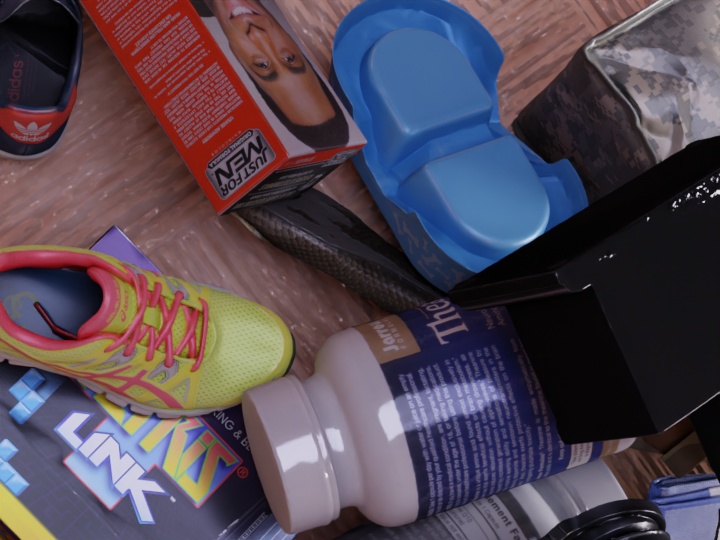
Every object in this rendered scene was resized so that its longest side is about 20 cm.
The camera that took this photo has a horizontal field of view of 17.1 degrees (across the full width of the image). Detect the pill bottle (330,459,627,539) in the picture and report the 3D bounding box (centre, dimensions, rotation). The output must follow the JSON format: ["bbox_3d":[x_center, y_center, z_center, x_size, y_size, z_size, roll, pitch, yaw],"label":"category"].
[{"bbox_3d":[0.054,0.178,1.356,0.200,0.114,0.114,-26,88,-18],"label":"pill bottle"}]

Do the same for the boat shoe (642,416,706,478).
[{"bbox_3d":[0.232,0.031,1.376,0.200,0.072,0.068,-38,83,-24],"label":"boat shoe"}]

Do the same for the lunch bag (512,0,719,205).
[{"bbox_3d":[0.213,-0.110,1.422,0.200,0.164,0.118,-30,85,-17],"label":"lunch bag"}]

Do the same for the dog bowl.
[{"bbox_3d":[0.051,-0.068,1.404,0.111,0.050,0.200,-20,69,-29],"label":"dog bowl"}]

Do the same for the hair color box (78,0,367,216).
[{"bbox_3d":[-0.090,-0.133,1.346,0.061,0.101,0.200,-37,82,26],"label":"hair color box"}]

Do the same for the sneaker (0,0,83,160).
[{"bbox_3d":[-0.189,-0.167,1.362,0.075,0.085,0.200,-5,82,-16],"label":"sneaker"}]

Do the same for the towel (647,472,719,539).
[{"bbox_3d":[0.253,0.167,1.420,0.200,0.024,0.147,-8,126,-15],"label":"towel"}]

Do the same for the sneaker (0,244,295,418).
[{"bbox_3d":[-0.128,0.030,1.286,0.200,0.090,0.078,9,76,-16],"label":"sneaker"}]

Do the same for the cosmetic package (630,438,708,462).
[{"bbox_3d":[0.199,0.058,1.438,0.200,0.073,0.104,12,77,-13],"label":"cosmetic package"}]

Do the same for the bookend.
[{"bbox_3d":[0.179,0.052,1.242,0.199,0.092,0.200,-31,100,-33],"label":"bookend"}]

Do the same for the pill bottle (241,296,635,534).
[{"bbox_3d":[0.042,0.074,1.306,0.200,0.111,0.111,-17,86,-12],"label":"pill bottle"}]

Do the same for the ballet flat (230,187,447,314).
[{"bbox_3d":[0.000,0.000,1.406,0.200,0.067,0.046,28,116,-11],"label":"ballet flat"}]

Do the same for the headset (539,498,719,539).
[{"bbox_3d":[0.151,0.185,1.286,0.124,0.094,0.200,49,41,14],"label":"headset"}]

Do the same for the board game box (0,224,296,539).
[{"bbox_3d":[-0.130,0.103,1.348,0.200,0.057,0.165,45,73,-4],"label":"board game box"}]
